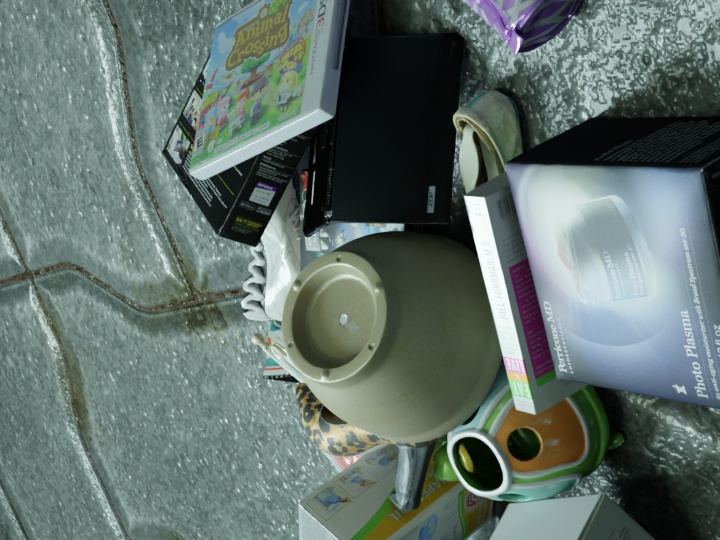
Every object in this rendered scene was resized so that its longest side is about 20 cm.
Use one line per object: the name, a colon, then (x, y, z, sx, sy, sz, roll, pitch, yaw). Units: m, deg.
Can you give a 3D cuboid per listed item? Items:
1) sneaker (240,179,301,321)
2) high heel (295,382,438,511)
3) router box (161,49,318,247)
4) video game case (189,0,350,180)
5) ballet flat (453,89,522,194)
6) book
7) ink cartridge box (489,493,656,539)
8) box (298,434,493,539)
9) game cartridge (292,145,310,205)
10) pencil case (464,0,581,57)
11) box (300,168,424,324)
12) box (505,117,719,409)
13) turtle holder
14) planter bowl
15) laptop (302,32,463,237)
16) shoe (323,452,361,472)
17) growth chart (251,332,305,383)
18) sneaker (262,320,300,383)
sneaker: (-0.080, -0.032, 1.471, 0.081, 0.075, 0.200, 13, 121, 19)
high heel: (0.006, 0.131, 1.383, 0.200, 0.071, 0.143, 38, 132, 35)
router box: (-0.127, -0.136, 1.411, 0.149, 0.051, 0.200, -61, 35, 17)
video game case: (-0.087, -0.197, 1.321, 0.200, 0.022, 0.182, -20, 54, 44)
ballet flat: (0.121, -0.063, 1.243, 0.067, 0.062, 0.200, 8, 120, 50)
book: (0.165, 0.005, 1.172, 0.048, 0.134, 0.200, 10, 120, 50)
ink cartridge box: (0.228, 0.301, 1.280, 0.200, 0.084, 0.144, 42, 150, -17)
box: (0.041, 0.253, 1.443, 0.101, 0.200, 0.113, 36, 142, 32)
game cartridge: (-0.067, -0.062, 1.513, 0.133, 0.041, 0.200, 7, 119, 46)
pencil case: (0.091, -0.264, 1.122, 0.200, 0.085, 0.084, 45, 145, 21)
box: (0.000, 0.000, 1.407, 0.137, 0.040, 0.200, 12, 108, 38)
box: (0.240, -0.010, 1.077, 0.198, 0.123, 0.200, 7, 118, 52)
turtle holder: (0.141, 0.150, 1.307, 0.185, 0.132, 0.141, 12, 123, 48)
planter bowl: (0.014, 0.051, 1.256, 0.200, 0.135, 0.200, -10, 73, 34)
laptop: (0.016, -0.124, 1.310, 0.200, 0.103, 0.177, 156, 120, -77)
shoe: (0.007, 0.201, 1.569, 0.200, 0.071, 0.091, 44, 148, 31)
growth chart: (-0.007, 0.119, 1.430, 0.200, 0.018, 0.145, 7, 151, 43)
sneaker: (-0.031, 0.071, 1.529, 0.200, 0.070, 0.093, -12, 73, 40)
